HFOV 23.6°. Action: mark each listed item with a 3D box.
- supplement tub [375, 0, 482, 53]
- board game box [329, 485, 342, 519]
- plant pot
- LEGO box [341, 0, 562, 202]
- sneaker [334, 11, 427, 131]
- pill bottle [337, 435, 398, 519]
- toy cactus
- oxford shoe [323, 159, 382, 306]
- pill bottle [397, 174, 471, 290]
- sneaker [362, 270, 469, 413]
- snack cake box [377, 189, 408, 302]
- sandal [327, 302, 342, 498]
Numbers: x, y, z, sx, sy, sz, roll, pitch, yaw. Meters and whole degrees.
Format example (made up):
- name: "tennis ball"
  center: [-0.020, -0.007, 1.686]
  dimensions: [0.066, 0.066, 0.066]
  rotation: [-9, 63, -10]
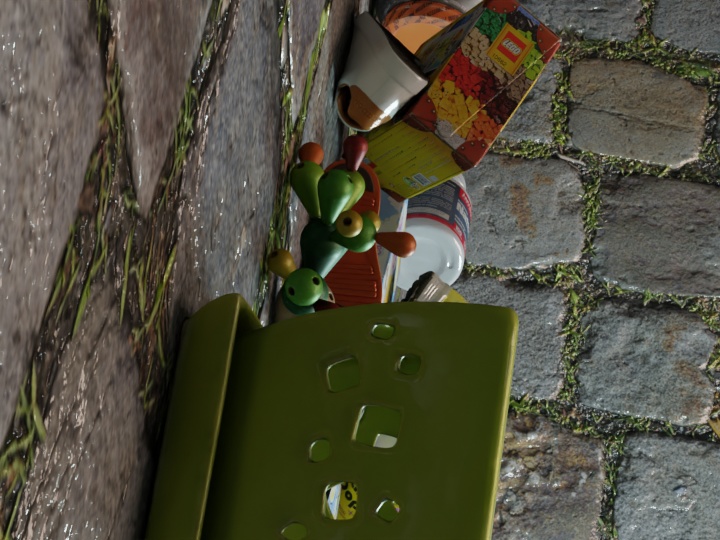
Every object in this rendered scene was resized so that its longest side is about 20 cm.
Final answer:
- name: "supplement tub"
  center: [0.083, -0.312, 1.789]
  dimensions: [0.123, 0.122, 0.200]
  rotation: [90, 9, -61]
- name: "board game box"
  center: [-0.043, 0.222, 1.740]
  dimensions: [0.200, 0.034, 0.135]
  rotation: [88, 11, -68]
- name: "plant pot"
  center: [-0.015, 0.118, 0.961]
  dimensions: [0.199, 0.181, 0.200]
  rotation: [75, 24, -78]
- name: "LEGO box"
  center: [0.080, -0.156, 1.586]
  dimensions: [0.149, 0.077, 0.200]
  rotation: [-55, -169, -17]
- name: "sneaker"
  center: [0.006, -0.177, 1.554]
  dimensions: [0.085, 0.073, 0.200]
  rotation: [-47, -167, 12]
- name: "pill bottle"
  center: [0.038, 0.215, 1.862]
  dimensions: [0.200, 0.104, 0.104]
  rotation: [-50, -162, 41]
- name: "toy cactus"
  center: [-0.024, -0.004, 1.295]
  dimensions: [0.200, 0.102, 0.165]
  rotation: [-91, -165, -59]
- name: "oxford shoe"
  center: [-0.016, 0.009, 1.481]
  dimensions: [0.073, 0.071, 0.200]
  rotation: [101, -1, -69]
- name: "pill bottle"
  center: [0.096, -0.070, 2.430]
  dimensions: [0.200, 0.120, 0.120]
  rotation: [-76, 173, -55]
- name: "sneaker"
  center: [0.052, 0.103, 1.691]
  dimensions: [0.200, 0.090, 0.078]
  rotation: [-58, -171, 24]
- name: "snack cake box"
  center: [0.000, 0.000, 1.665]
  dimensions: [0.200, 0.067, 0.115]
  rotation: [-74, 172, -58]
- name: "sandal"
  center: [-0.034, 0.112, 1.373]
  dimensions: [0.048, 0.075, 0.201]
  rotation: [99, 2, -64]
